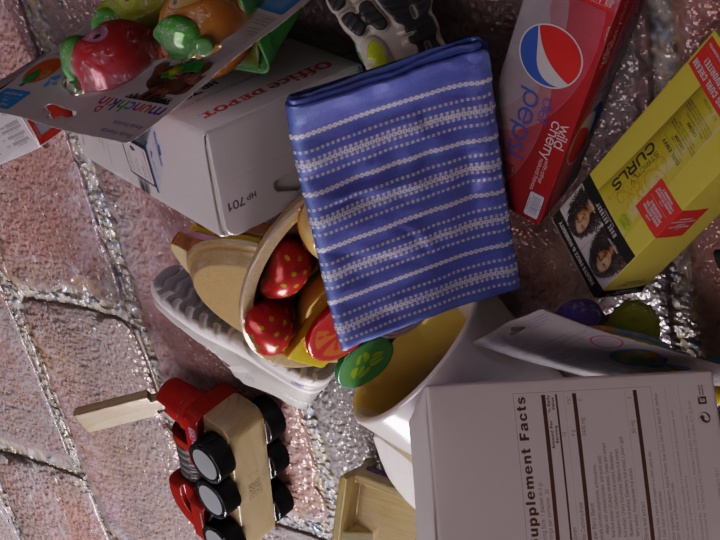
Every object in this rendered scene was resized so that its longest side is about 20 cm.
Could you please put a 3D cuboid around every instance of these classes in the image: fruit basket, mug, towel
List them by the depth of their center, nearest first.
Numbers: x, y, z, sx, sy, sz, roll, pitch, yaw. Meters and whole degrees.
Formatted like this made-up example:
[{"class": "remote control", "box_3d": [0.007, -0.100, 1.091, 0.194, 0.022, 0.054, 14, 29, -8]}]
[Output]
[{"class": "towel", "box_3d": [0.034, -0.048, 0.860, 0.024, 0.143, 0.202, -124, 18, -56]}, {"class": "fruit basket", "box_3d": [-0.144, -0.161, 0.864, 0.184, 0.199, 0.095, 16, 135, 42]}, {"class": "mug", "box_3d": [0.097, 0.099, 1.040, 0.153, 0.187, 0.150, 40, 106, -14]}]

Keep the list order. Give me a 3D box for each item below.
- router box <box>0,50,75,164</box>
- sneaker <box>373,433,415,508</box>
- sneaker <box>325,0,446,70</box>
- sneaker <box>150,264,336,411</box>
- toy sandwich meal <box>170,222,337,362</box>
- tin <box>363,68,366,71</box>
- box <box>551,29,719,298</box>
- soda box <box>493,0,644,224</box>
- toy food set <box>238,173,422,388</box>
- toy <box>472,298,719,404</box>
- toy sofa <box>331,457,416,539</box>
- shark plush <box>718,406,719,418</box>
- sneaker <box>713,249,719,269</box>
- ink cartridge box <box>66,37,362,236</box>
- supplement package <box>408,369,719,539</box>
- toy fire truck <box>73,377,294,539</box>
[{"class": "router box", "box_3d": [-0.278, -0.145, 1.088, 0.198, 0.180, 0.049, -14, 114, 42]}, {"class": "sneaker", "box_3d": [0.103, 0.185, 1.120, 0.199, 0.088, 0.076, 33, 150, 28]}, {"class": "sneaker", "box_3d": [0.021, -0.174, 0.906, 0.076, 0.080, 0.203, -18, 96, 2]}, {"class": "sneaker", "box_3d": [-0.120, 0.070, 1.209, 0.199, 0.075, 0.083, 34, 136, 12]}, {"class": "toy sandwich meal", "box_3d": [-0.063, 0.009, 1.102, 0.202, 0.071, 0.206, 19, 156, 9]}, {"class": "tin", "box_3d": [-0.003, -0.083, 1.028, 0.112, 0.042, 0.199, 46, 138, -8]}, {"class": "box", "box_3d": [0.208, -0.066, 0.847, 0.200, 0.049, 0.076, -53, 54, 48]}, {"class": "soda box", "box_3d": [0.134, -0.133, 0.855, 0.063, 0.070, 0.202, 30, 137, 16]}, {"class": "toy food set", "box_3d": [0.000, 0.000, 0.953, 0.201, 0.197, 0.049, -52, 53, 14]}, {"class": "toy", "box_3d": [0.194, 0.052, 0.920, 0.197, 0.048, 0.115, 20, 159, -14]}, {"class": "toy sofa", "box_3d": [0.077, 0.245, 1.201, 0.197, 0.097, 0.084, 15, 106, 29]}, {"class": "shark plush", "box_3d": [0.328, 0.193, 0.992, 0.083, 0.090, 0.202, -31, 79, 28]}, {"class": "sneaker", "box_3d": [0.293, -0.039, 0.808, 0.091, 0.076, 0.201, 42, 136, 13]}, {"class": "ink cartridge box", "box_3d": [-0.108, -0.118, 0.961, 0.199, 0.145, 0.087, 26, 134, 44]}, {"class": "supplement package", "box_3d": [0.138, 0.144, 0.880, 0.196, 0.122, 0.121, -3, 163, -3]}, {"class": "toy fire truck", "box_3d": [-0.185, 0.190, 1.334, 0.199, 0.128, 0.178, 28, 137, 34]}]
